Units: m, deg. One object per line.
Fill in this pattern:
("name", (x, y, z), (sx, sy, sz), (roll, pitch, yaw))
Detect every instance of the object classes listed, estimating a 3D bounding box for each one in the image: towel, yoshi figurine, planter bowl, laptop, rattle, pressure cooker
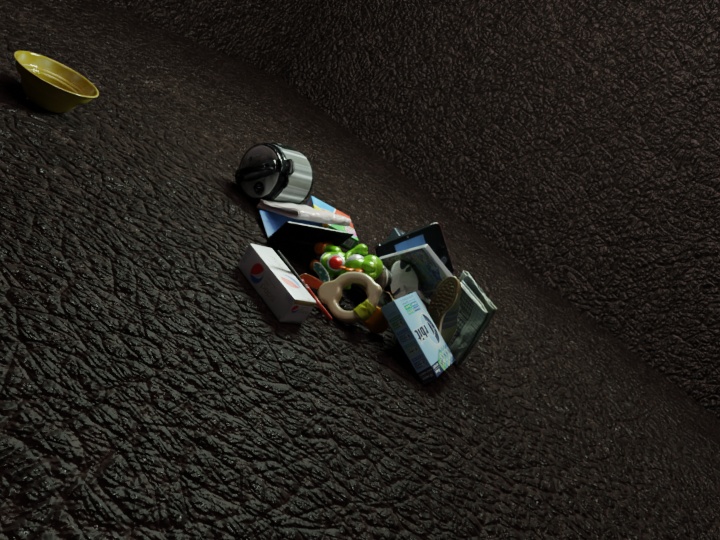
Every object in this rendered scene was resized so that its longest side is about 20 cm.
("towel", (0.262, 0.121, 1.735), (0.034, 0.200, 0.193), (16, 25, -28))
("yoshi figurine", (-0.024, -0.013, 1.639), (0.200, 0.112, 0.113), (16, -39, 40))
("planter bowl", (-0.750, -0.441, 1.589), (0.200, 0.084, 0.200), (30, 18, -11))
("laptop", (-0.147, -0.126, 1.726), (0.187, 0.200, 0.116), (8, 70, -28))
("rattle", (-0.036, 0.065, 1.573), (0.200, 0.131, 0.143), (13, -4, 26))
("towel", (-0.157, -0.162, 1.830), (0.191, 0.032, 0.200), (19, 11, 41))
("pressure cooker", (-0.252, -0.276, 1.895), (0.179, 0.176, 0.200), (45, 21, 26))

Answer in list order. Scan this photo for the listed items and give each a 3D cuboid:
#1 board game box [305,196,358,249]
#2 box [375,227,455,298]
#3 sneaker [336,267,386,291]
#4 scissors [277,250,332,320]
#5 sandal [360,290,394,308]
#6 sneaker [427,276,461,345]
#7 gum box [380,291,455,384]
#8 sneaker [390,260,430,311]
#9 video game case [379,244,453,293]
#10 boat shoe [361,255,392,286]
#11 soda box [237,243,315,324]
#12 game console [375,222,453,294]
("board game box", (-0.093, -0.152, 2.075), (0.153, 0.040, 0.200), (27, 19, -22))
("box", (0.153, -0.009, 1.961), (0.200, 0.149, 0.107), (25, 19, -25))
("sneaker", (0.000, 0.000, 1.718), (0.070, 0.076, 0.200), (10, 13, -46))
("scissors", (-0.119, 0.036, 1.440), (0.200, 0.014, 0.073), (58, -5, -38))
("sandal", (0.052, 0.081, 1.703), (0.082, 0.055, 0.200), (39, 18, 14))
("sneaker", (0.220, 0.119, 1.697), (0.067, 0.201, 0.090), (18, -4, 37))
("gum box", (0.140, 0.156, 1.567), (0.200, 0.045, 0.170), (60, 21, 6))
("sneaker", (0.140, 0.071, 1.778), (0.199, 0.079, 0.130), (63, 7, 7))
("video game case", (0.151, 0.003, 1.769), (0.143, 0.200, 0.018), (49, 56, -19))
("boat shoe", (0.032, 0.000, 1.777), (0.060, 0.072, 0.201), (8, 11, -35))
("soda box", (-0.182, 0.028, 1.409), (0.068, 0.064, 0.200), (12, 28, -50))
("game console", (0.156, -0.025, 1.865), (0.031, 0.200, 0.177), (-124, -166, -66))
